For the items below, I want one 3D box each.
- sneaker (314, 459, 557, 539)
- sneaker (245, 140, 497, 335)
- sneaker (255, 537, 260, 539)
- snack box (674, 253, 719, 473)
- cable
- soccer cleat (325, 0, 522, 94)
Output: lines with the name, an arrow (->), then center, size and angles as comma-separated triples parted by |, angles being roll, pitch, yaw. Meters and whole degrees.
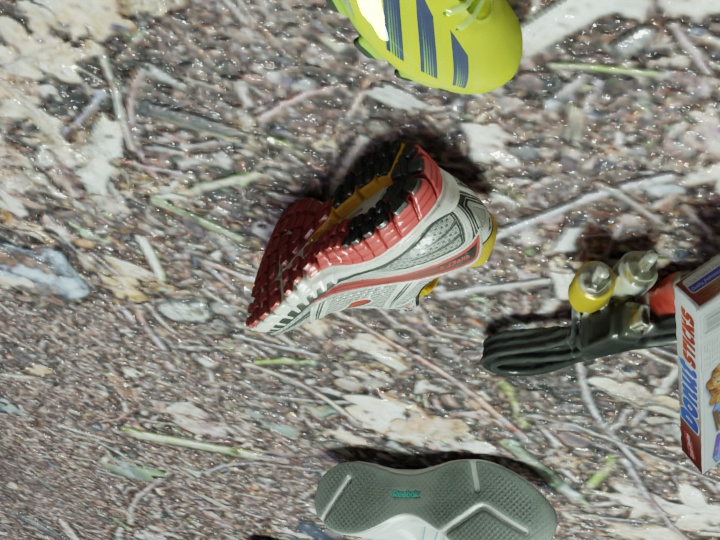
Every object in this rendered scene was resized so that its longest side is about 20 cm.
sneaker -> 0.066, 0.185, 1.217 | 0.198, 0.071, 0.080 | 3, 164, 30
sneaker -> 0.000, 0.000, 0.897 | 0.082, 0.079, 0.199 | 29, 150, -25
sneaker -> -0.084, 0.343, 1.541 | 0.066, 0.091, 0.201 | 9, 151, 16
snack box -> 0.213, 0.047, 0.876 | 0.024, 0.071, 0.201 | 51, 170, 32
cable -> 0.143, 0.028, 0.933 | 0.096, 0.051, 0.200 | 6, 168, -17
soccer cleat -> 0.019, -0.141, 0.647 | 0.083, 0.065, 0.200 | -11, 141, 38
